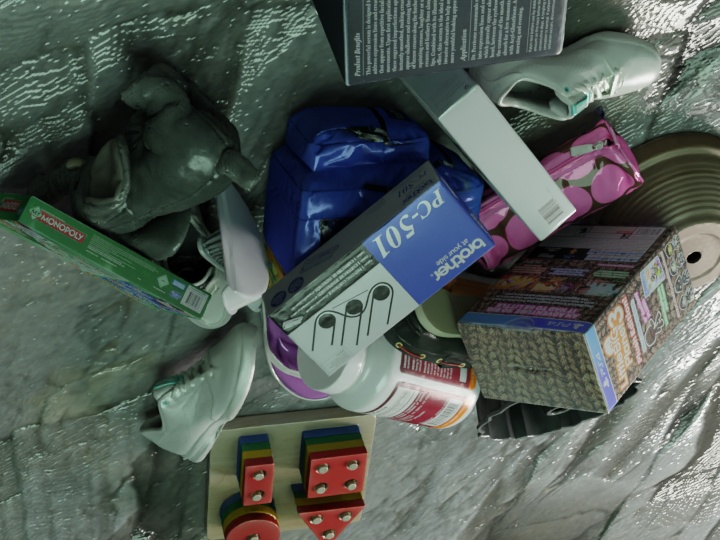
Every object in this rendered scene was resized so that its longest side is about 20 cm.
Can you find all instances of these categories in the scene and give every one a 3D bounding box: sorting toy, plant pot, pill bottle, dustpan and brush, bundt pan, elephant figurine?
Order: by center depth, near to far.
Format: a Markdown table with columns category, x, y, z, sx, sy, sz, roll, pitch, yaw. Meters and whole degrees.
| category | x | y | z | sx | sy | sz | roll | pitch | yaw |
| --- | --- | --- | --- | --- | --- | --- | --- | --- | --- |
| elephant figurine | -0.207 | -0.078 | 1.319 | 0.141 | 0.155 | 0.200 | 44 | 98 | -13 |
| dustpan and brush | -0.122 | -0.003 | 1.433 | 0.057 | 0.141 | 0.200 | -17 | 153 | 15 |
| pill bottle | 0.031 | 0.104 | 1.568 | 0.199 | 0.113 | 0.113 | 17 | 125 | -42 |
| plant pot | 0.349 | -0.043 | 1.572 | 0.199 | 0.093 | 0.202 | -9 | 134 | -10 |
| bundt pan | 0.221 | 0.128 | 1.663 | 0.200 | 0.076 | 0.202 | -13 | 159 | -5 |
| sorting toy | -0.082 | 0.264 | 1.726 | 0.198 | 0.070 | 0.200 | -5 | 132 | -14 |

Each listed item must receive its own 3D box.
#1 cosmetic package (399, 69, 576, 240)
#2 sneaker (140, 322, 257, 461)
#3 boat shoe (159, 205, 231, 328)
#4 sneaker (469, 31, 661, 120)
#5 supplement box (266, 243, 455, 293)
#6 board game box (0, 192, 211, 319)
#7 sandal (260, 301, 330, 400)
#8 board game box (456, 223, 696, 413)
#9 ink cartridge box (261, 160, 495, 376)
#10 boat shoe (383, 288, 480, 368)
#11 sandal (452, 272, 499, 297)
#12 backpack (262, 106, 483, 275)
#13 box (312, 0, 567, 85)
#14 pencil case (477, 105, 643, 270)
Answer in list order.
| category | x | y | z | sx | sy | sz | roll | pitch | yaw |
| --- | --- | --- | --- | --- | --- | --- | --- | --- | --- |
| cosmetic package | 0.110 | -0.135 | 1.369 | 0.052 | 0.151 | 0.200 | -39 | 131 | 7 |
| sneaker | -0.180 | 0.131 | 1.570 | 0.088 | 0.076 | 0.201 | 21 | 124 | -18 |
| boat shoe | -0.169 | -0.003 | 1.460 | 0.071 | 0.066 | 0.201 | -14 | 133 | -6 |
| sneaker | 0.210 | -0.181 | 1.405 | 0.198 | 0.089 | 0.076 | -5 | 131 | -14 |
| supplement box | 0.000 | 0.000 | 1.503 | 0.198 | 0.067 | 0.069 | -5 | 135 | -22 |
| board game box | -0.253 | -0.014 | 1.367 | 0.199 | 0.134 | 0.029 | 31 | 80 | -28 |
| sandal | -0.069 | 0.084 | 1.581 | 0.082 | 0.050 | 0.204 | -20 | 132 | 1 |
| board game box | 0.228 | 0.044 | 1.491 | 0.200 | 0.159 | 0.097 | -42 | 122 | -36 |
| ink cartridge box | 0.016 | -0.001 | 1.309 | 0.200 | 0.044 | 0.094 | -39 | 122 | 9 |
| boat shoe | 0.100 | 0.067 | 1.528 | 0.063 | 0.074 | 0.201 | -31 | 148 | 30 |
| sandal | 0.151 | 0.051 | 1.615 | 0.205 | 0.059 | 0.080 | 8 | 128 | -24 |
| backpack | 0.021 | -0.071 | 1.394 | 0.198 | 0.163 | 0.169 | 2 | 115 | -17 |
| box | 0.064 | -0.257 | 1.249 | 0.198 | 0.149 | 0.108 | -9 | 133 | -9 |
| pencil case | 0.190 | -0.080 | 1.493 | 0.199 | 0.091 | 0.094 | -32 | 168 | 10 |
